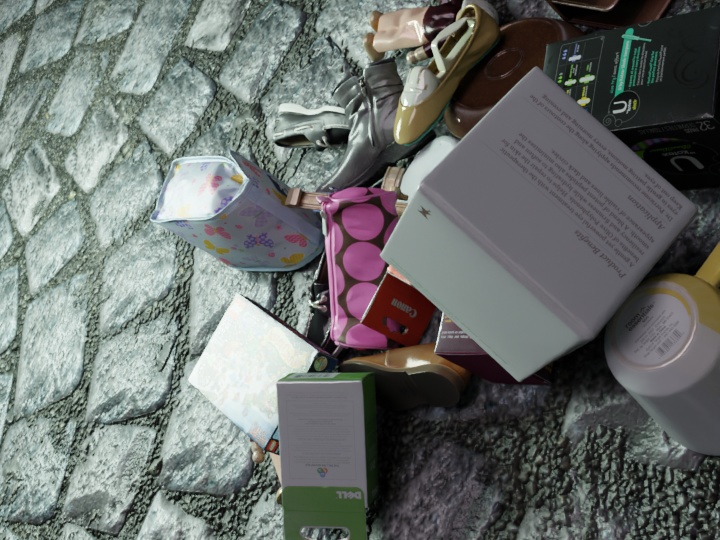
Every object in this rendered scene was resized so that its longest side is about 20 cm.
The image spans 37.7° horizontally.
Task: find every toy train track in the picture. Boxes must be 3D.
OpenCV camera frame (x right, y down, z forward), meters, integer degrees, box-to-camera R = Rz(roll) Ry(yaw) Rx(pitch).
[{"bbox_3d":[-0.012,-0.084,1.319,0.200,0.033,0.115,8,77,29],"label":"toy train track"}]

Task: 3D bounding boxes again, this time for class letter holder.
[{"bbox_3d":[0.314,-0.392,1.232,0.142,0.100,0.200,26,88,45],"label":"letter holder"}]

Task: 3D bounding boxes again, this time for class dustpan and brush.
[{"bbox_3d":[0.120,-0.144,1.325,0.139,0.057,0.201,15,86,56],"label":"dustpan and brush"}]

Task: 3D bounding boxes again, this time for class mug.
[{"bbox_3d":[0.301,0.059,0.963,0.149,0.153,0.187,-10,61,41],"label":"mug"}]

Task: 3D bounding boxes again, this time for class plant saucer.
[{"bbox_3d":[0.181,-0.242,1.287,0.200,0.034,0.201,-25,40,23],"label":"plant saucer"}]

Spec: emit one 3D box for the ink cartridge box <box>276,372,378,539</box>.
[{"bbox_3d":[-0.036,0.220,1.216,0.104,0.059,0.201,-2,93,14],"label":"ink cartridge box"}]

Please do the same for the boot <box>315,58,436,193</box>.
[{"bbox_3d":[-0.004,-0.183,1.395,0.200,0.070,0.132,-33,86,26],"label":"boot"}]

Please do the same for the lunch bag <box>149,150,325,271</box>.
[{"bbox_3d":[-0.158,-0.081,1.461,0.200,0.169,0.127,4,69,48],"label":"lunch bag"}]

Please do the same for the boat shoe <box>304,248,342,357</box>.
[{"bbox_3d":[-0.035,0.026,1.354,0.074,0.060,0.200,19,82,47],"label":"boat shoe"}]

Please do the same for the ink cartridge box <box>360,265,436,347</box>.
[{"bbox_3d":[0.093,-0.002,1.225,0.050,0.109,0.200,28,90,46],"label":"ink cartridge box"}]

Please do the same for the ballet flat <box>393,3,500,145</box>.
[{"bbox_3d":[0.093,-0.244,1.289,0.069,0.063,0.200,20,68,51],"label":"ballet flat"}]

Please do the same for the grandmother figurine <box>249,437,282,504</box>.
[{"bbox_3d":[-0.104,0.193,1.346,0.121,0.061,0.200,-39,49,9],"label":"grandmother figurine"}]

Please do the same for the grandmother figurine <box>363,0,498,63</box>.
[{"bbox_3d":[0.099,-0.333,1.427,0.200,0.060,0.122,5,82,42],"label":"grandmother figurine"}]

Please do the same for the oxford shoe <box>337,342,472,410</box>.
[{"bbox_3d":[0.056,0.119,1.243,0.200,0.071,0.071,-4,36,45],"label":"oxford shoe"}]

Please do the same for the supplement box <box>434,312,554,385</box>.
[{"bbox_3d":[0.162,0.013,1.150,0.086,0.110,0.201,-3,66,43],"label":"supplement box"}]

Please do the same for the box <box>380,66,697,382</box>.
[{"bbox_3d":[0.157,-0.034,0.990,0.171,0.199,0.200,-46,-5,-20],"label":"box"}]

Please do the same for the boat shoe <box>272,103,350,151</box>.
[{"bbox_3d":[-0.053,-0.198,1.494,0.200,0.074,0.060,13,83,43],"label":"boat shoe"}]

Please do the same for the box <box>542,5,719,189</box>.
[{"bbox_3d":[0.302,-0.165,1.084,0.200,0.148,0.125,-4,67,42],"label":"box"}]

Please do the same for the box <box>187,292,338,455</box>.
[{"bbox_3d":[-0.128,0.127,1.337,0.200,0.038,0.137,30,91,48],"label":"box"}]

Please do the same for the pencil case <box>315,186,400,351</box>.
[{"bbox_3d":[0.000,0.000,1.260,0.091,0.093,0.201,-159,62,-63],"label":"pencil case"}]
